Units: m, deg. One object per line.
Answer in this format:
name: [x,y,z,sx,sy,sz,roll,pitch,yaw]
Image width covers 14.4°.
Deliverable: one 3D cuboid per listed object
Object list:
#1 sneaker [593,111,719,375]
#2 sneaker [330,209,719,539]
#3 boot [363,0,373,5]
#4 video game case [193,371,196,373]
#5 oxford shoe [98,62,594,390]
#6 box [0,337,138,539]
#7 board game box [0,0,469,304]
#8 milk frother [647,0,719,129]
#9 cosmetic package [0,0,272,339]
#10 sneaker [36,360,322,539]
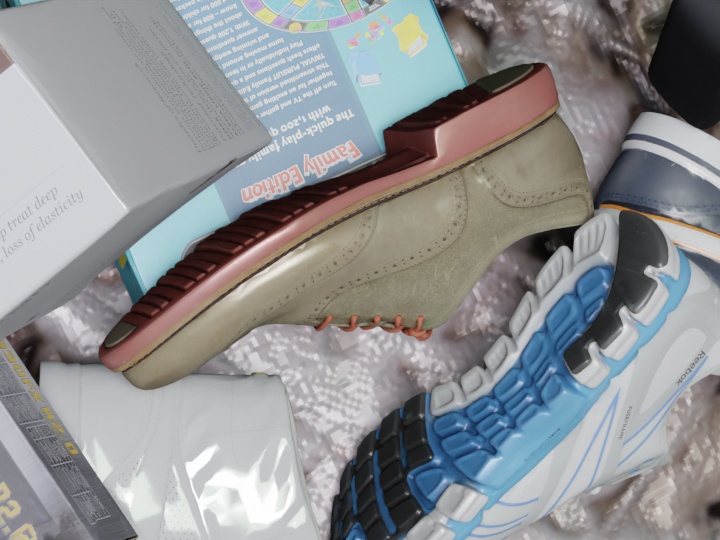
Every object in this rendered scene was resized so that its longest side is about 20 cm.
sneaker: [0.178,0.020,1.137,0.199,0.078,0.080,30,80,-1]
sneaker: [0.071,0.070,1.092,0.086,0.075,0.200,30,119,-34]
boot: [0.006,-0.188,1.015,0.162,0.073,0.199,-6,124,-4]
video game case: [-0.130,0.149,1.097,0.199,0.023,0.183,-20,95,-11]
oxford shoe: [0.000,0.000,1.052,0.199,0.070,0.075,-30,102,-9]
box: [-0.200,0.060,1.018,0.158,0.048,0.200,-37,83,10]
board game box: [-0.050,-0.090,1.097,0.150,0.047,0.201,-24,96,-11]
milk frother: [0.224,-0.102,1.061,0.199,0.188,0.181,29,77,4]
cosmetic package: [-0.114,-0.032,0.963,0.113,0.200,0.081,-37,92,16]
sneaker: [-0.064,0.134,1.062,0.115,0.074,0.201,1,90,-9]
